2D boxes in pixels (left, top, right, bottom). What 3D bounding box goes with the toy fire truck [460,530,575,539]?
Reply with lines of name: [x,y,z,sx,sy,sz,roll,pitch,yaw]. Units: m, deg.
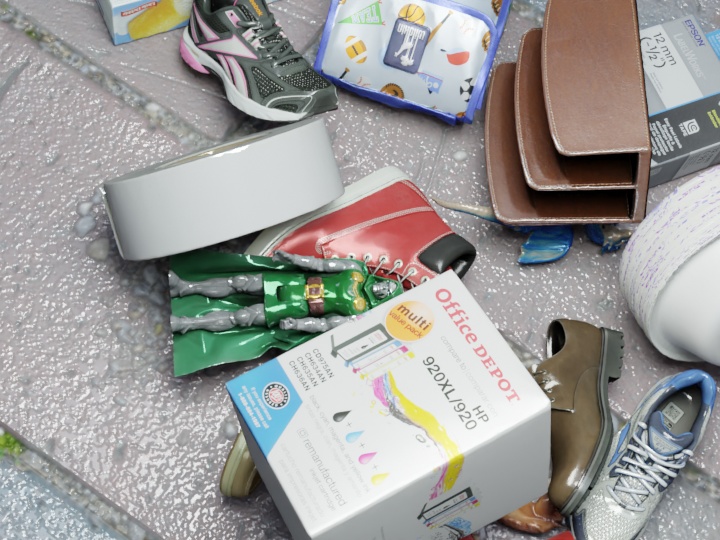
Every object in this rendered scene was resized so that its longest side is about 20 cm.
toy fire truck: [0.077,0.241,1.105,0.200,0.049,0.141,-26,107,0]

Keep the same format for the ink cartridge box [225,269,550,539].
ink cartridge box: [0.025,0.128,1.013,0.200,0.145,0.147,-26,57,-12]

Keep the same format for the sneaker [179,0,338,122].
sneaker: [-0.100,-0.208,1.224,0.200,0.086,0.080,33,41,31]

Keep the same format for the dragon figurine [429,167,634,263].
dragon figurine: [0.170,-0.046,1.243,0.200,0.100,0.059,-11,54,-2]

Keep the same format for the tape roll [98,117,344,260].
tape roll: [-0.118,-0.071,1.142,0.202,0.202,0.071,-20,100,-15]

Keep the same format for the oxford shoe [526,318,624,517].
oxford shoe: [0.176,0.125,1.158,0.084,0.073,0.200,21,46,-7]

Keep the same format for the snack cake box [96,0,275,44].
snack cake box: [-0.170,-0.313,1.314,0.200,0.067,0.115,-19,69,-15]

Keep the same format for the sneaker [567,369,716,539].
sneaker: [0.248,0.162,1.158,0.077,0.085,0.200,33,67,7]

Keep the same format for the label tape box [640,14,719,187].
label tape box: [0.327,-0.177,1.324,0.200,0.066,0.143,-20,71,-13]

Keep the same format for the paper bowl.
paper bowl: [0.337,0.005,1.156,0.200,0.201,0.104,-15,50,-13]

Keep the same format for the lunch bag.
lunch bag: [0.060,-0.252,1.290,0.170,0.124,0.200,18,71,4]

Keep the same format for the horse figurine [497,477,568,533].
horse figurine: [0.077,0.167,1.146,0.200,0.050,0.133,-2,84,-17]

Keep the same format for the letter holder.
letter holder: [0.182,-0.149,1.194,0.142,0.101,0.200,-1,54,7]

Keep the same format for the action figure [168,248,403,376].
action figure: [-0.063,0.023,1.131,0.200,0.055,0.118,-4,72,-6]

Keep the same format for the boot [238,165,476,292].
boot: [0.000,0.000,1.186,0.200,0.072,0.144,-30,59,-21]

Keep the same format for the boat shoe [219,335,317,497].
boat shoe: [-0.048,0.120,1.142,0.063,0.073,0.200,33,66,10]
